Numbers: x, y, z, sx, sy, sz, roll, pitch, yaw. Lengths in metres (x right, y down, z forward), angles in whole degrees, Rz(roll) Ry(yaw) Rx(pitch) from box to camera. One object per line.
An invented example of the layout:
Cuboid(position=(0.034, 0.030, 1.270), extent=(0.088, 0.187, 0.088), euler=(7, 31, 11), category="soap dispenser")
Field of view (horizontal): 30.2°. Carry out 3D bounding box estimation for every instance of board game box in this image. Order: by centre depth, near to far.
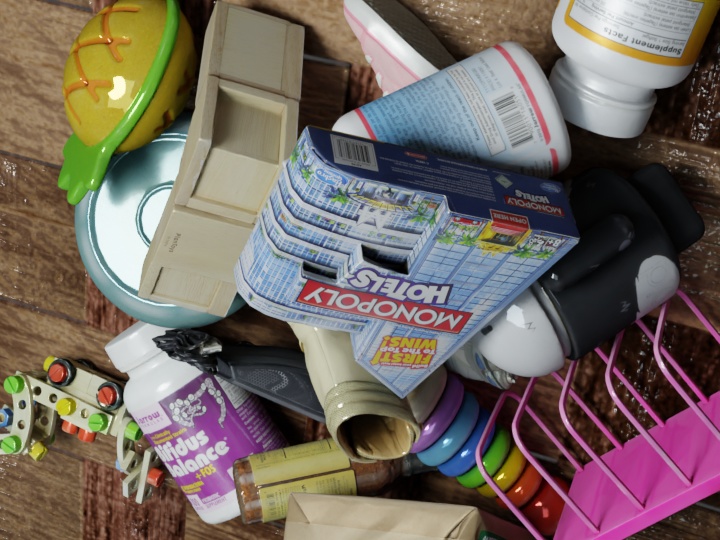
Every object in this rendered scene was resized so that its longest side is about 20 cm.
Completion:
Cuboid(position=(0.020, 0.005, 0.960), extent=(0.200, 0.062, 0.200), euler=(10, 134, -21), category="board game box")

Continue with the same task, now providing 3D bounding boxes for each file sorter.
Cuboid(position=(0.211, 0.125, 1.098), extent=(0.200, 0.139, 0.125), euler=(-36, 100, 32), category="file sorter")

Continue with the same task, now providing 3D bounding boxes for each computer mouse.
Cuboid(position=(-0.080, 0.088, 1.197), extent=(0.200, 0.138, 0.053), euler=(26, 84, -20), category="computer mouse")

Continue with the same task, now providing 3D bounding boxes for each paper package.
Cuboid(position=(0.050, 0.264, 1.170), extent=(0.190, 0.200, 0.104), euler=(-2, 71, 27), category="paper package")

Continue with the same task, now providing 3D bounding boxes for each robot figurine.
Cuboid(position=(0.167, -0.004, 1.047), extent=(0.200, 0.125, 0.150), euler=(-33, 135, -7), category="robot figurine")

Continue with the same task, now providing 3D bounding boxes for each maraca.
Cuboid(position=(-0.212, -0.152, 1.168), extent=(0.107, 0.137, 0.200), euler=(25, 99, -27), category="maraca")

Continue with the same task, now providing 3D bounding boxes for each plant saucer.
Cuboid(position=(-0.170, -0.046, 1.215), extent=(0.200, 0.027, 0.201), euler=(0, 91, 10), category="plant saucer")

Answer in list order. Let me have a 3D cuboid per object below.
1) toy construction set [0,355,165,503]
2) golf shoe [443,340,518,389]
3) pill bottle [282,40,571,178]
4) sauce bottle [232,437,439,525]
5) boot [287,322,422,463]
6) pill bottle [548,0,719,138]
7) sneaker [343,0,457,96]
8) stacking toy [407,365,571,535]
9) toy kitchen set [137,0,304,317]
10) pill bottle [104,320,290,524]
Cuboid(position=(-0.290, 0.162, 1.369), extent=(0.200, 0.092, 0.131), euler=(20, 94, 6), category="toy construction set")
Cuboid(position=(0.069, 0.023, 1.141), extent=(0.097, 0.078, 0.200), euler=(2, 131, 36), category="golf shoe")
Cuboid(position=(0.048, -0.086, 1.003), extent=(0.200, 0.109, 0.109), euler=(-24, 103, -2), category="pill bottle")
Cuboid(position=(-0.016, 0.185, 1.226), extent=(0.200, 0.066, 0.066), euler=(-9, 112, -10), category="sauce bottle")
Cuboid(position=(0.009, 0.091, 1.105), extent=(0.073, 0.200, 0.156), euler=(-32, 58, 10), category="boot")
Cuboid(position=(0.207, -0.204, 0.978), extent=(0.111, 0.111, 0.200), euler=(25, 120, 12), category="pill bottle")
Cuboid(position=(0.040, -0.136, 1.101), extent=(0.200, 0.075, 0.105), euler=(44, 117, -4), category="sneaker")
Cuboid(position=(0.115, 0.167, 1.193), extent=(0.200, 0.085, 0.085), euler=(37, 123, -11), category="stacking toy")
Cuboid(position=(-0.081, -0.081, 1.152), extent=(0.163, 0.181, 0.200), euler=(15, 137, -15), category="toy kitchen set")
Cuboid(position=(-0.158, 0.134, 1.287), extent=(0.112, 0.112, 0.200), euler=(-28, 99, 31), category="pill bottle")
